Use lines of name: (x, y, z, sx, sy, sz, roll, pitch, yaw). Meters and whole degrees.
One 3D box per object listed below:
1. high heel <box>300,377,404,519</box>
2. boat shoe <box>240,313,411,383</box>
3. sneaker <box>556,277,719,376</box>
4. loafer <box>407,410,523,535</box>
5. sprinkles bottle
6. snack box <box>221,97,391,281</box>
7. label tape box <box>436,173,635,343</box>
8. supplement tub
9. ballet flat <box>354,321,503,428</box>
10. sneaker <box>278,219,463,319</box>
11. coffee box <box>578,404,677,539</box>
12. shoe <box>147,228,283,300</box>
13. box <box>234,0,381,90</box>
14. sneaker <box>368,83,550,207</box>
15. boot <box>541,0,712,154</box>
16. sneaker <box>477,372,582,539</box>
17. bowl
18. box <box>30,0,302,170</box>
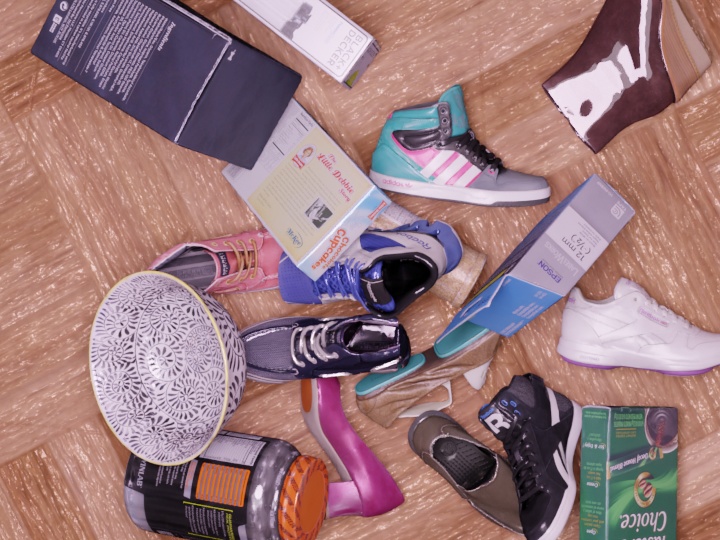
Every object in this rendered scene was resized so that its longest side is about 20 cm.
high heel: (-0.009, 0.172, 1.729, 0.095, 0.067, 0.202, -7, 82, -18)
boat shoe: (-0.045, 0.075, 1.655, 0.198, 0.093, 0.075, -5, 76, -1)
sneaker: (0.313, 0.060, 1.686, 0.198, 0.075, 0.101, 4, 94, 4)
loafer: (0.136, 0.230, 1.701, 0.199, 0.070, 0.075, 34, 95, -9)
sprinkles bottle: (0.038, -0.036, 1.705, 0.199, 0.068, 0.069, 30, 94, 2)
snack box: (-0.061, -0.089, 1.662, 0.116, 0.037, 0.200, -46, 44, 5)
label tape box: (0.180, 0.007, 1.620, 0.066, 0.143, 0.200, 42, 64, -1)
supplement tub: (-0.142, 0.234, 1.682, 0.198, 0.122, 0.124, 8, 93, 20)
ballet flat: (0.090, 0.112, 1.716, 0.199, 0.068, 0.073, -32, 110, 5)
sneaker: (0.001, 0.000, 1.627, 0.198, 0.115, 0.081, -8, 108, 17)
coffee box: (0.287, 0.245, 1.671, 0.122, 0.044, 0.202, 5, 86, -41)
shoe: (-0.133, -0.006, 1.707, 0.198, 0.091, 0.072, -11, 92, 4)
box: (-0.075, -0.279, 1.678, 0.199, 0.117, 0.060, 37, 95, 1)
sneaker: (0.112, -0.138, 1.692, 0.198, 0.084, 0.122, 8, 103, 5)
boot: (0.262, -0.247, 1.677, 0.166, 0.072, 0.201, -34, 94, 3)
sneaker: (0.167, 0.194, 1.648, 0.111, 0.201, 0.073, 32, 130, -13)
bowl: (-0.183, 0.097, 1.647, 0.200, 0.094, 0.203, 5, 98, 37)
box: (-0.196, -0.214, 1.625, 0.196, 0.200, 0.125, 31, 96, 19)
